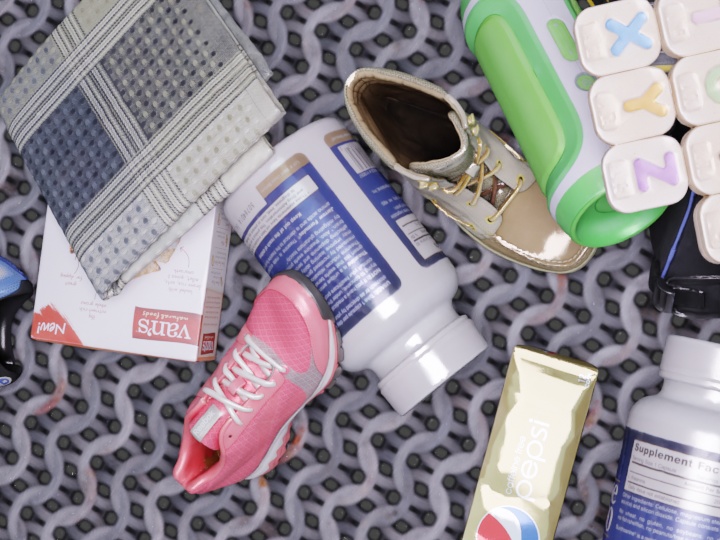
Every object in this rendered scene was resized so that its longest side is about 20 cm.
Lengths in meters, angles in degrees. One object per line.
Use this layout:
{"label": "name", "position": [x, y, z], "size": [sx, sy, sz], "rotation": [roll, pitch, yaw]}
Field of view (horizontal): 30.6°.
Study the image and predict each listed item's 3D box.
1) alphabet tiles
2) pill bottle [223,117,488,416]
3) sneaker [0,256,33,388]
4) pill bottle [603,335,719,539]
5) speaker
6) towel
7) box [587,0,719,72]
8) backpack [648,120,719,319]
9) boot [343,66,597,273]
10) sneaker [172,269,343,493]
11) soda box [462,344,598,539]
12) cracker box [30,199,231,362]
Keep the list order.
{"label": "alphabet tiles", "position": [0.226, -0.111, 0.758], "size": [0.193, 0.015, 0.203], "rotation": [-12, 91, -4]}
{"label": "pill bottle", "position": [0.000, 0.000, 0.946], "size": [0.111, 0.111, 0.201], "rotation": [-38, 83, 5]}
{"label": "sneaker", "position": [-0.314, 0.079, 1.003], "size": [0.088, 0.079, 0.202], "rotation": [27, 91, 10]}
{"label": "pill bottle", "position": [0.229, 0.152, 0.900], "size": [0.109, 0.111, 0.203], "rotation": [12, 89, 8]}
{"label": "speaker", "position": [0.135, -0.117, 0.885], "size": [0.088, 0.089, 0.202], "rotation": [-25, 59, 6]}
{"label": "towel", "position": [-0.158, -0.114, 0.939], "size": [0.200, 0.034, 0.194], "rotation": [-42, 67, 19]}
{"label": "box", "position": [0.253, -0.179, 0.846], "size": [0.197, 0.160, 0.050], "rotation": [-1, 123, -5]}
{"label": "backpack", "position": [0.300, -0.063, 0.868], "size": [0.197, 0.184, 0.148], "rotation": [5, 52, 2]}
{"label": "boot", "position": [0.079, -0.067, 0.915], "size": [0.199, 0.155, 0.072], "rotation": [36, 93, 9]}
{"label": "sneaker", "position": [-0.076, 0.089, 0.919], "size": [0.074, 0.086, 0.201], "rotation": [40, 129, 20]}
{"label": "soda box", "position": [0.115, 0.157, 0.945], "size": [0.063, 0.068, 0.203], "rotation": [15, 90, 9]}
{"label": "cracker box", "position": [-0.167, -0.039, 0.997], "size": [0.132, 0.058, 0.203], "rotation": [6, 89, 9]}
